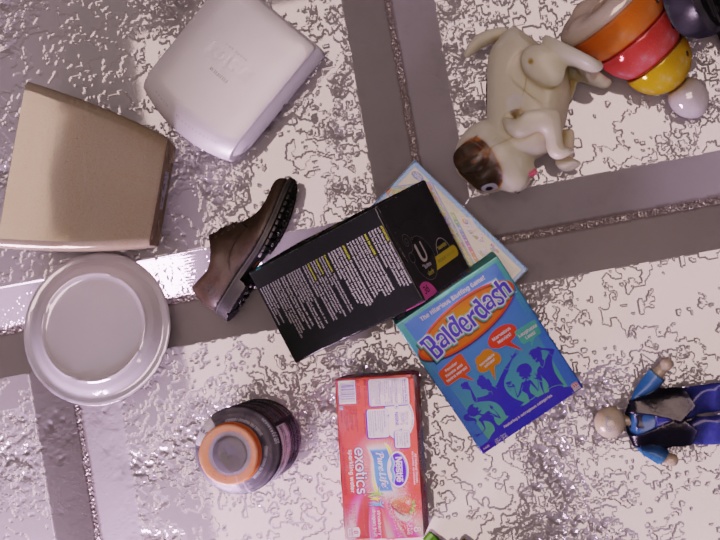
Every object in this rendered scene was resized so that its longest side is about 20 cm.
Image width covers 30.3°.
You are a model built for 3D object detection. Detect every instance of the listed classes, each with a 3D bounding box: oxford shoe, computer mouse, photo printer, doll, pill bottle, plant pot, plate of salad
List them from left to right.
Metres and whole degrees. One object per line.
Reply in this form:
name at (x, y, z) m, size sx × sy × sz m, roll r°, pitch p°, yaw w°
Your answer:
plant pot at (-0.334, -0.110, 1.673) m, size 0.176 × 0.200 × 0.201 m, roll 11°, pitch 90°, yaw -3°
plate of salad at (-0.341, 0.077, 1.732) m, size 0.199 × 0.048 × 0.201 m, roll -2°, pitch 78°, yaw 9°
photo printer at (-0.169, -0.253, 1.708) m, size 0.166 × 0.069 × 0.200 m, roll 41°, pitch 93°, yaw 7°
oxford shoe at (-0.151, -0.041, 1.699) m, size 0.084 × 0.073 × 0.200 m, roll 33°, pitch 92°, yaw 9°
pill bottle at (-0.140, 0.215, 1.625) m, size 0.106 × 0.200 × 0.107 m, roll 0°, pitch 88°, yaw 7°
doll at (0.388, 0.175, 1.635) m, size 0.199 × 0.048 × 0.137 m, roll -8°, pitch 97°, yaw 13°
computer mouse at (0.403, -0.313, 1.587) m, size 0.053 × 0.200 × 0.139 m, roll -21°, pitch 87°, yaw 29°

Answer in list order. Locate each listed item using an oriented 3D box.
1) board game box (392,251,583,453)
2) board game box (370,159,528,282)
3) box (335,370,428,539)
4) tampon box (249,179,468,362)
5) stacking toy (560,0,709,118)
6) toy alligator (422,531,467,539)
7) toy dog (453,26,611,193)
board game box at (0.157, 0.101, 1.643) m, size 0.152 × 0.045 × 0.200 m, roll -35°, pitch 98°, yaw 2°
board game box at (0.095, -0.023, 1.686) m, size 0.200 × 0.034 × 0.134 m, roll 45°, pitch 94°, yaw 6°
box at (0.029, 0.228, 1.656) m, size 0.102 × 0.095 × 0.201 m, roll -5°, pitch 88°, yaw 7°
tampon box at (0.000, 0.000, 1.602) m, size 0.200 × 0.150 × 0.127 m, roll -26°, pitch 94°, yaw 31°
stacking toy at (0.357, -0.267, 1.631) m, size 0.146 × 0.146 × 0.200 m, roll -44°, pitch 102°, yaw 4°
toy alligator at (0.155, 0.400, 1.655) m, size 0.200 × 0.054 × 0.059 m, roll 43°, pitch 94°, yaw 7°
toy dog at (0.189, -0.188, 1.629) m, size 0.193 × 0.140 × 0.200 m, roll 28°, pitch 94°, yaw 8°
